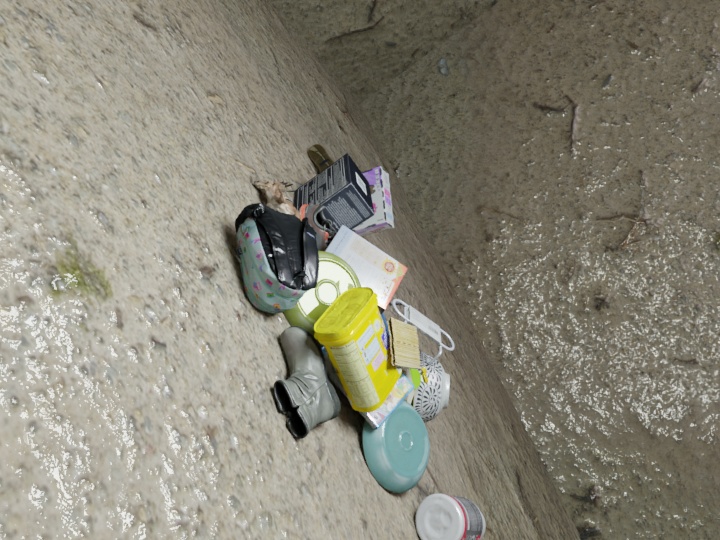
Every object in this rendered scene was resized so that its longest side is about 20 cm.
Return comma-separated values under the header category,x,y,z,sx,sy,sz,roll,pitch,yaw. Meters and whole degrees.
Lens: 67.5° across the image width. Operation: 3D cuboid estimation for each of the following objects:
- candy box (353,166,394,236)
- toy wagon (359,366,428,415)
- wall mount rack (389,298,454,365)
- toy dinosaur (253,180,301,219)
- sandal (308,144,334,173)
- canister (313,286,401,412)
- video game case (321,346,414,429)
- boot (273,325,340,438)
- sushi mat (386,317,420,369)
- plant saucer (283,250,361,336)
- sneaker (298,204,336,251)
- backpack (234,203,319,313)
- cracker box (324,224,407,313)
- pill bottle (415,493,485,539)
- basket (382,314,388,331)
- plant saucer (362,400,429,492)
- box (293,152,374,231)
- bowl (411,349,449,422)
category,x,y,z,sx,sy,sz,roll,pitch,yaw
candy box,0.018,-0.225,1.814,0.071,0.166,0.203,26,54,-60
toy wagon,0.075,0.271,1.245,0.198,0.039,0.158,-13,91,-38
wall mount rack,0.137,0.138,1.339,0.199,0.075,0.174,36,25,-15
toy dinosaur,-0.185,-0.146,1.328,0.202,0.085,0.136,62,9,-12
sandal,-0.122,-0.358,1.913,0.202,0.080,0.054,60,-5,18
canister,0.002,0.158,1.066,0.149,0.086,0.202,-48,126,-43
video game case,0.009,0.219,1.161,0.200,0.018,0.143,47,49,8
boot,-0.113,0.194,0.979,0.202,0.067,0.130,62,22,14
sushi mat,0.096,0.160,1.152,0.200,0.012,0.097,30,53,-66
plant saucer,-0.076,0.051,1.163,0.197,0.031,0.203,8,72,-26
sneaker,-0.098,-0.074,1.382,0.077,0.081,0.203,-43,121,-56
backpack,-0.164,-0.019,1.069,0.165,0.127,0.202,9,49,-40
cracker box,0.000,0.000,1.326,0.199,0.058,0.135,34,61,-3
pill bottle,0.210,0.564,1.204,0.200,0.110,0.112,37,27,-51
basket,0.065,0.194,1.366,0.202,0.138,0.177,64,15,-12
plant saucer,0.089,0.370,1.164,0.198,0.036,0.203,22,57,-37
box,-0.077,-0.191,1.507,0.124,0.197,0.201,49,19,-30
bowl,0.183,0.312,1.412,0.201,0.093,0.204,6,90,-85
